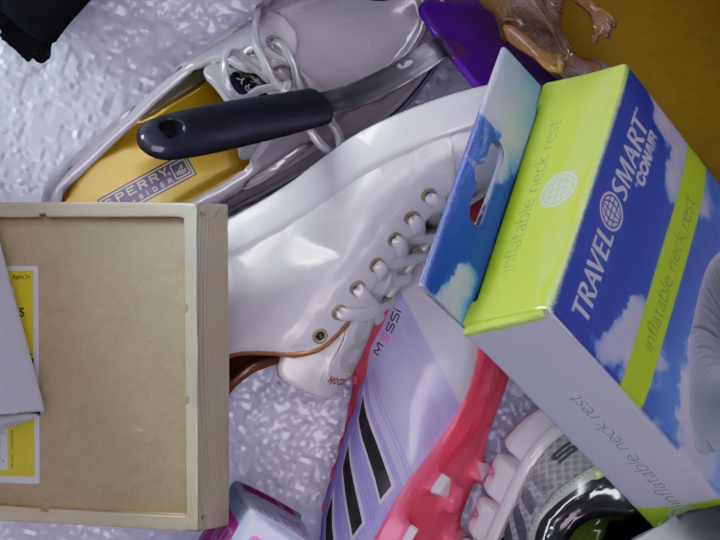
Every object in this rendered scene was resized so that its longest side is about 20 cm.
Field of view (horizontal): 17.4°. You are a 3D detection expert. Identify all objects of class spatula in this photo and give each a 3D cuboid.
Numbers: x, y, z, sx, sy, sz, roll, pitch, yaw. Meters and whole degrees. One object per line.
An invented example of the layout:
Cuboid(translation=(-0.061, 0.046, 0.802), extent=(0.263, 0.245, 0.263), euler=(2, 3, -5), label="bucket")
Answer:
Cuboid(translation=(0.000, -0.072, 0.926), extent=(0.200, 0.021, 0.057), euler=(-19, 61, -29), label="spatula")

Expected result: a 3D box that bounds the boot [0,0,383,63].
Cuboid(translation=(-0.084, -0.146, 0.932), extent=(0.162, 0.073, 0.198), euler=(-39, 84, 14), label="boot")

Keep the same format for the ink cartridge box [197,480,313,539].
Cuboid(translation=(-0.084, 0.182, 0.934), extent=(0.042, 0.119, 0.200), euler=(29, 88, -6), label="ink cartridge box")

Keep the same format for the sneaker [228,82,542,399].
Cuboid(translation=(0.000, 0.000, 0.943), extent=(0.200, 0.073, 0.085), euler=(-31, 72, 20), label="sneaker")

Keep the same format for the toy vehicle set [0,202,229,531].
Cuboid(translation=(-0.146, 0.035, 0.930), extent=(0.200, 0.027, 0.125), euler=(1, 90, 24), label="toy vehicle set")

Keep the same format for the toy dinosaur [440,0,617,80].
Cuboid(translation=(0.045, -0.135, 0.914), extent=(0.060, 0.106, 0.200), euler=(-29, 103, 1), label="toy dinosaur")

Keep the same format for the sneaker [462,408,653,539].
Cuboid(translation=(0.074, 0.156, 0.954), extent=(0.074, 0.087, 0.200), euler=(21, 89, -35), label="sneaker")

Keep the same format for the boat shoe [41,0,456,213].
Cuboid(translation=(-0.044, -0.069, 0.956), extent=(0.202, 0.086, 0.075), euler=(-31, 93, -4), label="boat shoe")

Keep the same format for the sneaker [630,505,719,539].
Cuboid(translation=(0.108, 0.163, 0.894), extent=(0.200, 0.080, 0.086), euler=(-32, 137, 15), label="sneaker")

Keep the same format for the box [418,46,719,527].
Cuboid(translation=(0.110, 0.017, 0.900), extent=(0.200, 0.048, 0.122), euler=(46, 49, -33), label="box")

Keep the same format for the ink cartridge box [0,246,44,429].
Cuboid(translation=(-0.223, -0.015, 0.903), extent=(0.145, 0.083, 0.200), euler=(-18, 83, 23), label="ink cartridge box")

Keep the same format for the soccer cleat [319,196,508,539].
Cuboid(translation=(0.019, 0.060, 0.981), extent=(0.076, 0.067, 0.200), euler=(27, 93, 27), label="soccer cleat")

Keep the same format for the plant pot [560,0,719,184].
Cuboid(translation=(0.179, -0.134, 0.938), extent=(0.142, 0.200, 0.200), euler=(-31, 93, -26), label="plant pot")
